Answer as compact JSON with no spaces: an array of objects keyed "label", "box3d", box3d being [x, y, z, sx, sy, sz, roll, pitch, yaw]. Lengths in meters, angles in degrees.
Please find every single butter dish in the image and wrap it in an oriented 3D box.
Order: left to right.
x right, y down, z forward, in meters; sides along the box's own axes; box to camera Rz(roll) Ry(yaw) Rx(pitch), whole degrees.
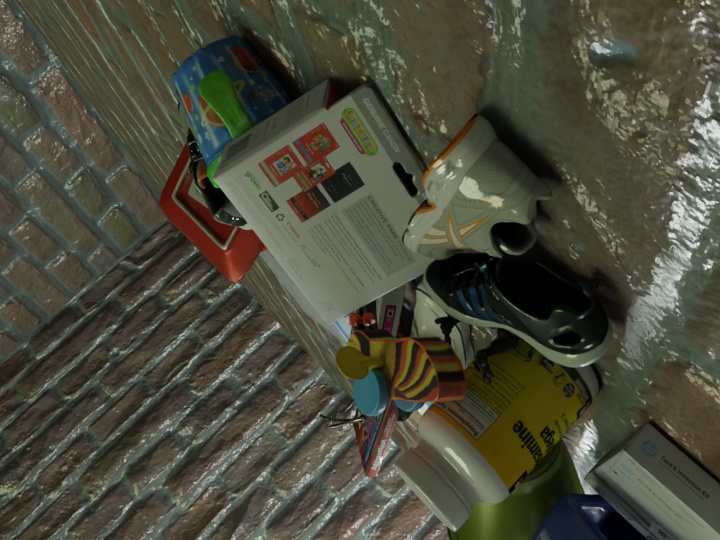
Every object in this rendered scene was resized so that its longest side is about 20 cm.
[{"label":"butter dish","box3d":[-0.155,-0.116,1.032,0.199,0.201,0.147,41,-158,23]}]

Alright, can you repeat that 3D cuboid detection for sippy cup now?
[{"label":"sippy cup","box3d":[-0.141,-0.184,0.827,0.131,0.139,0.177,59,147,-2]}]

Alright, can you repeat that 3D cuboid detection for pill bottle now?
[{"label":"pill bottle","box3d":[0.131,0.151,0.719,0.112,0.200,0.113,44,168,12]}]

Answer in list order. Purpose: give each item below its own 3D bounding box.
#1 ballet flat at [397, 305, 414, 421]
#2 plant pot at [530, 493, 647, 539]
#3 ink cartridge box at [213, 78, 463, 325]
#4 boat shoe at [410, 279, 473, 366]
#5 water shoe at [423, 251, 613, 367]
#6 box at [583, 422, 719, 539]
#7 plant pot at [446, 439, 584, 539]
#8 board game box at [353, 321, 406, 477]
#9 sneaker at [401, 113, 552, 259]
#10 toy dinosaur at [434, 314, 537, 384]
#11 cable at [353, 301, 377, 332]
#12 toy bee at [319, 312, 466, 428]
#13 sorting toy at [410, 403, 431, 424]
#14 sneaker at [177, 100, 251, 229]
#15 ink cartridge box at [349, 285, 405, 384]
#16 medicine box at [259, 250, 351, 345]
[{"label":"ballet flat","box3d":[0.069,0.130,1.041,0.202,0.072,0.073,-98,-17,-44]},{"label":"plant pot","box3d":[0.272,0.384,0.803,0.199,0.181,0.200,22,-161,-47]},{"label":"ink cartridge box","box3d":[-0.014,-0.074,0.730,0.201,0.174,0.084,54,-162,-27]},{"label":"boat shoe","box3d":[0.096,0.086,0.945,0.071,0.070,0.201,40,166,30]},{"label":"water shoe","box3d":[0.126,0.009,0.626,0.199,0.071,0.079,24,151,46]},{"label":"box","box3d":[0.314,0.240,0.736,0.156,0.041,0.200,42,168,21]},{"label":"plant pot","box3d":[0.198,0.271,0.945,0.200,0.199,0.195,36,151,43]},{"label":"board game box","box3d":[0.029,0.170,0.988,0.103,0.019,0.202,-106,27,-55]},{"label":"sneaker","box3d":[0.092,-0.037,0.584,0.092,0.076,0.200,41,168,10]},{"label":"toy dinosaur","box3d":[0.126,0.050,0.690,0.199,0.088,0.048,31,150,51]},{"label":"cable","box3d":[0.000,0.000,0.879,0.097,0.050,0.202,47,133,43]},{"label":"toy bee","box3d":[0.016,0.090,0.726,0.130,0.198,0.110,11,-114,-55]},{"label":"sorting toy","box3d":[0.072,0.184,1.342,0.199,0.069,0.200,37,163,44]},{"label":"sneaker","box3d":[-0.183,-0.145,0.917,0.079,0.074,0.202,-2,-119,-56]},{"label":"ink cartridge box","box3d":[0.020,0.057,0.959,0.095,0.037,0.203,-135,50,-66]},{"label":"medicine box","box3d":[-0.067,-0.002,1.168,0.183,0.103,0.199,55,166,-30]}]
